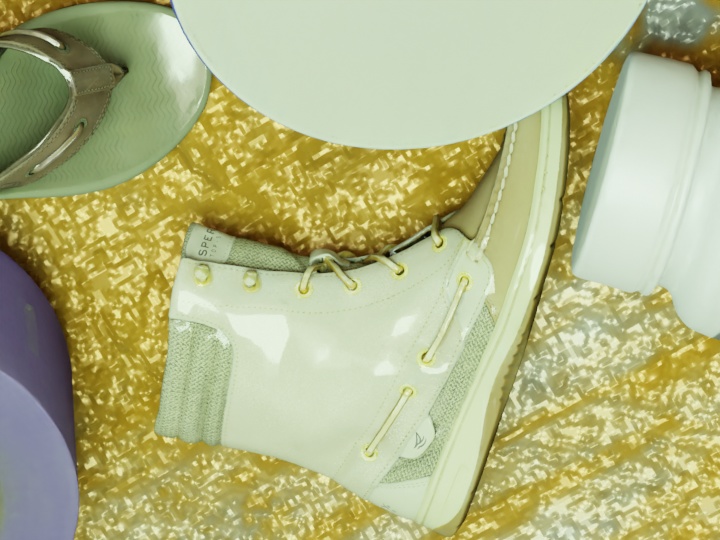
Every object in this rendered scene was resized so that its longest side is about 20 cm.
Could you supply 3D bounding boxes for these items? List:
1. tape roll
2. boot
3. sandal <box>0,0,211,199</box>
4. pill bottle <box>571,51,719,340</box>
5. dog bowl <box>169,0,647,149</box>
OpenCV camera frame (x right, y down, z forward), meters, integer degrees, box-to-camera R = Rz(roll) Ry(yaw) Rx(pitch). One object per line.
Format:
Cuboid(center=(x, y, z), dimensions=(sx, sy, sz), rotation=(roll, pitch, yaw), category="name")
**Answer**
Cuboid(center=(-0.219, 0.074, 0.866), dimensions=(0.199, 0.085, 0.201), rotation=(-6, 127, -8), category="tape roll")
Cuboid(center=(0.000, 0.000, 0.881), dimensions=(0.154, 0.072, 0.201), rotation=(18, 103, 4), category="boot")
Cuboid(center=(-0.146, -0.064, 0.846), dimensions=(0.200, 0.057, 0.080), rotation=(-14, 99, -32), category="sandal")
Cuboid(center=(0.193, -0.017, 0.834), dimensions=(0.199, 0.113, 0.114), rotation=(15, 103, 1), category="pill bottle")
Cuboid(center=(0.018, -0.148, 0.797), dimensions=(0.199, 0.079, 0.201), rotation=(-5, 130, -7), category="dog bowl")
